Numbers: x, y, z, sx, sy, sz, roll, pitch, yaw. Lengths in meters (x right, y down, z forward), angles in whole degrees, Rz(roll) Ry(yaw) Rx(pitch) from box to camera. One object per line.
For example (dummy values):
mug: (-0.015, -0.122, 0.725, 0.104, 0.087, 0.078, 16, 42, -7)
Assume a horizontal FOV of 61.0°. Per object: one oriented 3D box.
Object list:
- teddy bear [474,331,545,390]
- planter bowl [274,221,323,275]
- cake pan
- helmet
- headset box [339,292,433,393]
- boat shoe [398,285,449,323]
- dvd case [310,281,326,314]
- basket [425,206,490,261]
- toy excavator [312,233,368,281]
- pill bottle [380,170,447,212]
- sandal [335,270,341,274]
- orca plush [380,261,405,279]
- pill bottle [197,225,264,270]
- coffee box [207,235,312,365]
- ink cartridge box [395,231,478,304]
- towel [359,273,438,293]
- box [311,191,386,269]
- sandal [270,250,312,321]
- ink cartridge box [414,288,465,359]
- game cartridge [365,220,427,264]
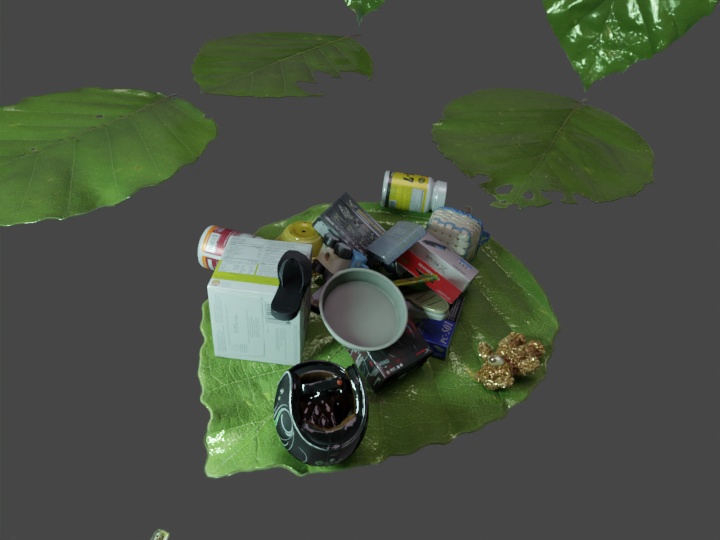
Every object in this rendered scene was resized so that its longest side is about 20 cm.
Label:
teddy bear: (0.342, 0.197, 1.399, 0.197, 0.068, 0.145, -15, 39, -27)
planter bowl: (-0.156, -0.077, 1.676, 0.196, 0.085, 0.202, 4, 37, -3)
cake pan: (0.005, 0.088, 1.318, 0.196, 0.037, 0.203, 8, 55, -12)
helmet: (-0.075, 0.262, 1.150, 0.196, 0.191, 0.204, 4, 71, -12)
headset box: (0.043, 0.146, 1.365, 0.147, 0.075, 0.201, -21, 65, -32)
boat shoe: (0.131, 0.087, 1.443, 0.074, 0.070, 0.198, -18, 25, -36)
dvd case: (-0.025, 0.087, 1.532, 0.197, 0.018, 0.142, 25, 40, 23)
basket: (0.263, -0.105, 1.728, 0.174, 0.141, 0.200, 23, 30, 20)
toy excavator: (0.000, 0.000, 1.574, 0.198, 0.101, 0.194, 15, 16, -38)
pill bottle: (0.168, -0.244, 1.919, 0.196, 0.116, 0.115, 9, 36, 3)
sandal: (-0.026, 0.097, 1.460, 0.078, 0.059, 0.210, -3, 60, -24)
orca plush: (0.087, -0.034, 1.646, 0.070, 0.107, 0.201, -4, 26, 18)
pill bottle: (-0.310, -0.041, 1.581, 0.196, 0.115, 0.114, 15, 37, 10)
coffee box: (-0.217, 0.065, 1.380, 0.196, 0.203, 0.199, 6, 36, 0)
ink cartridge box: (0.194, -0.017, 1.571, 0.199, 0.045, 0.176, 38, 30, 12)
towel: (0.080, 0.030, 1.440, 0.196, 0.018, 0.086, -9, 1, -16)
box: (-0.018, -0.104, 1.686, 0.200, 0.048, 0.159, 43, 41, -3)
sandal: (-0.138, 0.020, 1.247, 0.074, 0.043, 0.202, 4, 38, -3)
ink cartridge box: (0.188, 0.125, 1.490, 0.092, 0.045, 0.201, 14, 38, 13)
game cartridge: (0.090, -0.073, 1.543, 0.129, 0.039, 0.200, -35, 13, -5)
